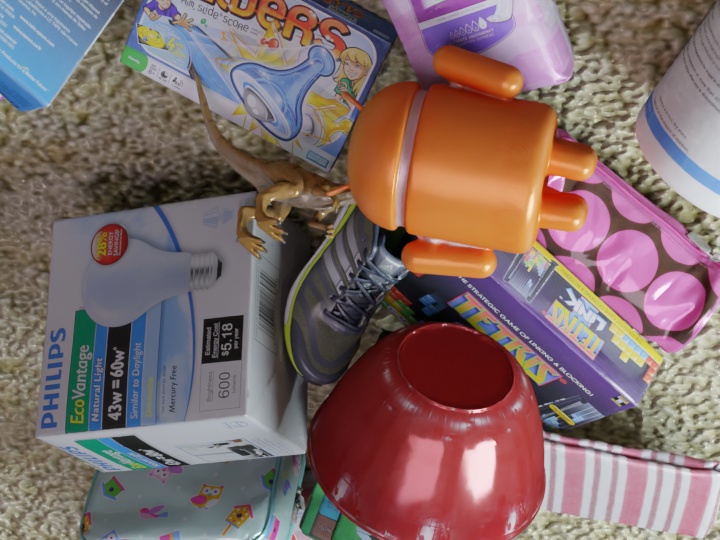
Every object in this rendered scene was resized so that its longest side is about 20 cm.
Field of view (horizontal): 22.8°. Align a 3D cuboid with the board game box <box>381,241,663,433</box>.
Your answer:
[{"bbox_3d":[0.126,0.046,1.475,0.200,0.057,0.165,41,153,-9],"label":"board game box"}]

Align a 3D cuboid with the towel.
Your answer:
[{"bbox_3d":[0.214,0.179,1.549,0.198,0.030,0.147,10,154,9],"label":"towel"}]

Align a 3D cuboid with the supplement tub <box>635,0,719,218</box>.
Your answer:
[{"bbox_3d":[0.303,-0.146,1.305,0.131,0.132,0.201,31,125,-3],"label":"supplement tub"}]

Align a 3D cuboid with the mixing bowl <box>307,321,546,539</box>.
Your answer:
[{"bbox_3d":[0.065,0.114,1.414,0.198,0.201,0.109,19,131,5],"label":"mixing bowl"}]

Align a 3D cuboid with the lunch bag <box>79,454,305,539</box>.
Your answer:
[{"bbox_3d":[-0.147,0.202,1.634,0.198,0.162,0.077,-3,138,18],"label":"lunch bag"}]

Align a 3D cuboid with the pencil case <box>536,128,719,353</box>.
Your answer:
[{"bbox_3d":[0.203,-0.029,1.431,0.199,0.091,0.094,37,132,-5],"label":"pencil case"}]

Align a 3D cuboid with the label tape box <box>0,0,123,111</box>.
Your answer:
[{"bbox_3d":[-0.253,-0.247,1.395,0.143,0.201,0.066,41,159,-25],"label":"label tape box"}]

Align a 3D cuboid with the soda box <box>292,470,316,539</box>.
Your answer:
[{"bbox_3d":[-0.105,0.240,1.697,0.198,0.064,0.071,-8,117,20],"label":"soda box"}]

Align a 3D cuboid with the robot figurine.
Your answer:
[{"bbox_3d":[0.076,-0.080,1.341,0.198,0.117,0.145,10,139,8],"label":"robot figurine"}]

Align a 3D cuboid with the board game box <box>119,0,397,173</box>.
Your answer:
[{"bbox_3d":[-0.083,-0.184,1.455,0.198,0.035,0.136,27,124,0],"label":"board game box"}]

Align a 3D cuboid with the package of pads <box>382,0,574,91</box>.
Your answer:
[{"bbox_3d":[0.077,-0.223,1.360,0.119,0.076,0.201,-16,114,21],"label":"package of pads"}]

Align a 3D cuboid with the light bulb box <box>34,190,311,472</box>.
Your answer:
[{"bbox_3d":[-0.154,0.055,1.506,0.198,0.201,0.125,-8,157,20],"label":"light bulb box"}]

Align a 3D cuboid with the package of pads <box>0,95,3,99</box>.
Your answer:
[{"bbox_3d":[-0.324,-0.242,1.472,0.153,0.068,0.201,-24,111,27],"label":"package of pads"}]

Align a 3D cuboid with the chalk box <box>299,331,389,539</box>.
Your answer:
[{"bbox_3d":[0.031,0.172,1.533,0.124,0.201,0.125,22,124,2],"label":"chalk box"}]

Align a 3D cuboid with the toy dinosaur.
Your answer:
[{"bbox_3d":[-0.068,-0.069,1.436,0.198,0.107,0.061,22,148,12],"label":"toy dinosaur"}]

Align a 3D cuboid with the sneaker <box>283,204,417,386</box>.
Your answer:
[{"bbox_3d":[0.000,0.000,1.453,0.073,0.081,0.202,22,90,-24],"label":"sneaker"}]
